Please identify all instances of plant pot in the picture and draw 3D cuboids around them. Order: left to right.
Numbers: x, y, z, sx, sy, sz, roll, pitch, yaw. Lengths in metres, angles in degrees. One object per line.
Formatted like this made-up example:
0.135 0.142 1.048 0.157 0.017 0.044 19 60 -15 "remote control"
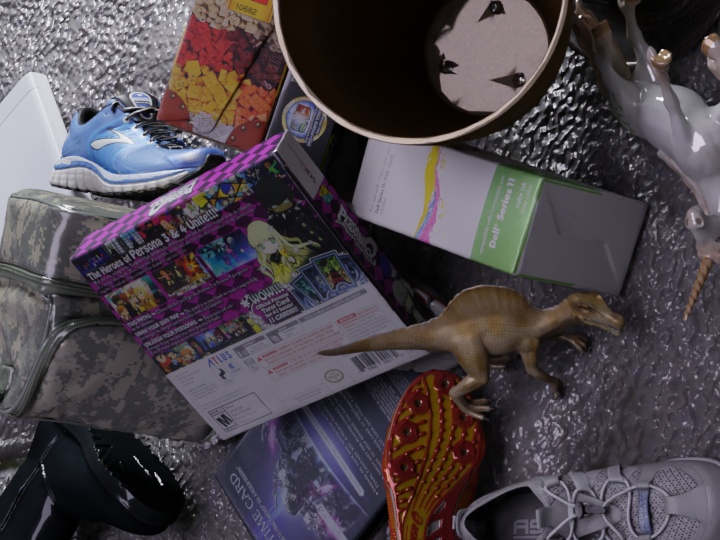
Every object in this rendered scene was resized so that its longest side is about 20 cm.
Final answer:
0.063 -0.160 1.304 0.185 0.200 0.188 -2 85 17 "plant pot"

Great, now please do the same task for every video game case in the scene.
-0.073 0.016 1.388 0.199 0.182 0.036 -25 24 34 "video game case"
-0.020 0.129 1.474 0.201 0.019 0.143 -54 50 22 "video game case"

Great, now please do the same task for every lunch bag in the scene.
-0.176 0.040 1.518 0.139 0.199 0.169 16 95 58 "lunch bag"

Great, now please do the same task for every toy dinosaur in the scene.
0.077 0.045 1.328 0.198 0.102 0.059 -8 47 10 "toy dinosaur"

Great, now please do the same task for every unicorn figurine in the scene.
0.197 -0.091 1.262 0.073 0.138 0.201 -18 38 1 "unicorn figurine"

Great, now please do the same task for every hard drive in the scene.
-0.291 -0.056 1.767 0.132 0.027 0.201 -43 55 30 "hard drive"

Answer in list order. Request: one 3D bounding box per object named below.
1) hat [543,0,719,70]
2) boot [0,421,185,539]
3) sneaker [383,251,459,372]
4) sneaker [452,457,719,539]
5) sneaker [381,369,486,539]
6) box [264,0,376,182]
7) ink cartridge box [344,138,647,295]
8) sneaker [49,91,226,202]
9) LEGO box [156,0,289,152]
0.163 -0.235 1.327 0.200 0.081 0.203 -10 76 44 "hat"
-0.231 0.207 1.618 0.200 0.076 0.169 40 106 48 "boot"
0.000 0.000 1.434 0.199 0.082 0.078 26 129 15 "sneaker"
0.146 0.161 1.263 0.199 0.082 0.075 -19 69 40 "sneaker"
0.044 0.167 1.365 0.077 0.072 0.202 126 148 -76 "sneaker"
-0.022 -0.143 1.441 0.044 0.160 0.202 19 97 3 "box"
0.076 -0.047 1.348 0.199 0.117 0.068 21 98 44 "ink cartridge box"
-0.181 -0.101 1.634 0.199 0.078 0.090 9 91 45 "sneaker"
-0.075 -0.172 1.462 0.077 0.200 0.150 19 98 2 "LEGO box"
